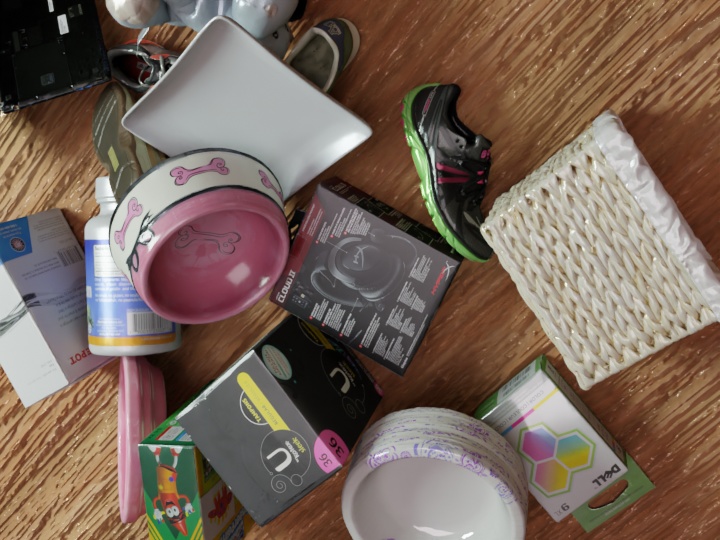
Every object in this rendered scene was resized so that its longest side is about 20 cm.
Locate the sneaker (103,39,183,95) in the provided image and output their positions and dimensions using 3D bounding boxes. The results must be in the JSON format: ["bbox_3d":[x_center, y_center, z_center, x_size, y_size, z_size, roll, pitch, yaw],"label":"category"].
[{"bbox_3d":[-0.203,-0.214,0.945,0.195,0.082,0.079,11,105,12],"label":"sneaker"}]

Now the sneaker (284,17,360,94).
[{"bbox_3d":[-0.074,-0.188,0.913,0.067,0.090,0.202,35,109,3],"label":"sneaker"}]

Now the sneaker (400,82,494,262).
[{"bbox_3d":[0.107,-0.104,0.893,0.082,0.077,0.204,-18,98,21],"label":"sneaker"}]

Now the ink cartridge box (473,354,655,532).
[{"bbox_3d":[0.230,0.208,0.939,0.104,0.059,0.201,-41,90,19],"label":"ink cartridge box"}]

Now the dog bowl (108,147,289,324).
[{"bbox_3d":[-0.162,-0.026,0.887,0.201,0.198,0.074,-49,49,18],"label":"dog bowl"}]

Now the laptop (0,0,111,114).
[{"bbox_3d":[-0.387,-0.234,0.981,0.196,0.104,0.180,-18,65,-5],"label":"laptop"}]

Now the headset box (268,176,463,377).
[{"bbox_3d":[0.000,0.000,0.944,0.197,0.077,0.151,28,108,8],"label":"headset box"}]

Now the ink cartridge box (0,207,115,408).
[{"bbox_3d":[-0.387,0.040,1.016,0.085,0.146,0.203,-25,95,20],"label":"ink cartridge box"}]

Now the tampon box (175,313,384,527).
[{"bbox_3d":[-0.082,0.151,0.934,0.126,0.200,0.151,-39,92,19],"label":"tampon box"}]

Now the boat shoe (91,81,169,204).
[{"bbox_3d":[-0.249,-0.132,0.937,0.072,0.075,0.202,-47,48,28],"label":"boat shoe"}]

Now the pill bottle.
[{"bbox_3d":[-0.269,-0.007,0.988,0.109,0.112,0.206,-1,92,14],"label":"pill bottle"}]

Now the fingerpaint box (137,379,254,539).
[{"bbox_3d":[-0.178,0.243,0.979,0.071,0.200,0.171,-1,103,14],"label":"fingerpaint box"}]

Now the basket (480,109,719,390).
[{"bbox_3d":[0.235,-0.028,0.814,0.159,0.198,0.202,-33,93,21],"label":"basket"}]

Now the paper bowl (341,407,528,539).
[{"bbox_3d":[0.083,0.236,0.906,0.196,0.105,0.205,6,120,10],"label":"paper bowl"}]

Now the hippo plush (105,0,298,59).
[{"bbox_3d":[-0.150,-0.263,0.845,0.159,0.160,0.201,35,136,3],"label":"hippo plush"}]

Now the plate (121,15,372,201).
[{"bbox_3d":[-0.118,-0.158,0.867,0.198,0.033,0.198,31,138,-30],"label":"plate"}]

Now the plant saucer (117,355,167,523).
[{"bbox_3d":[-0.267,0.200,1.014,0.050,0.200,0.206,1,105,-18],"label":"plant saucer"}]

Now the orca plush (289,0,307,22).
[{"bbox_3d":[-0.094,-0.374,0.887,0.103,0.071,0.205,9,104,12],"label":"orca plush"}]
